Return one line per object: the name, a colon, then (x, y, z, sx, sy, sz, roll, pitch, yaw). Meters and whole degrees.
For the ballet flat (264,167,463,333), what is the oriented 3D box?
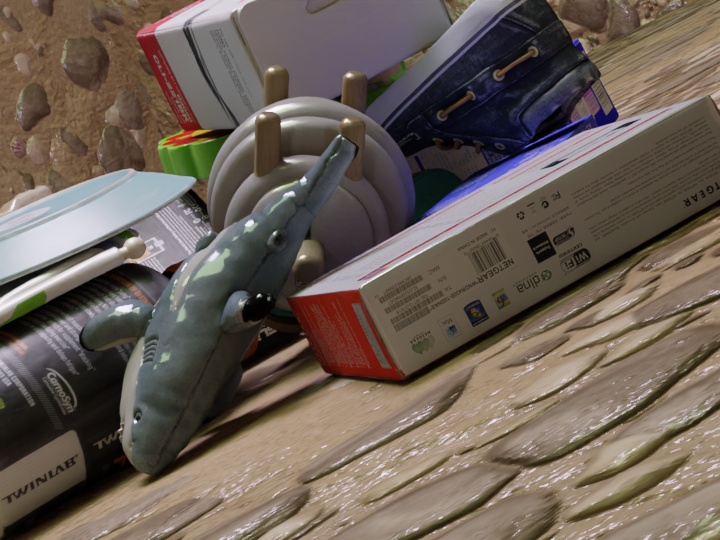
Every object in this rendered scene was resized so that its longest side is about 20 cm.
ballet flat: (0.000, 0.000, 1.290, 0.200, 0.069, 0.063, -31, -22, -36)

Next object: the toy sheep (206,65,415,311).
toy sheep: (-0.030, -0.042, 1.174, 0.138, 0.138, 0.200, -27, 17, 15)

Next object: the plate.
plate: (-0.196, -0.025, 1.208, 0.200, 0.026, 0.200, -23, 11, 5)

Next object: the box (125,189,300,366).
box: (-0.168, 0.030, 1.378, 0.193, 0.048, 0.200, -31, 37, -12)

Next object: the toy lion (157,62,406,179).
toy lion: (-0.053, -0.111, 1.460, 0.191, 0.069, 0.200, -15, 11, 9)

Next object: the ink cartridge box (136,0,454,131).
ink cartridge box: (-0.047, -0.163, 1.345, 0.144, 0.084, 0.200, -30, 13, -19)

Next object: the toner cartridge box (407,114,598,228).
toner cartridge box: (0.099, -0.046, 1.232, 0.095, 0.043, 0.200, -28, 4, 19)

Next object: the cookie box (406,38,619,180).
cookie box: (0.082, -0.087, 1.487, 0.200, 0.075, 0.171, -26, 7, 20)

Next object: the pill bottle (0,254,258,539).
pill bottle: (-0.155, 0.063, 1.134, 0.200, 0.106, 0.106, -31, 5, -30)

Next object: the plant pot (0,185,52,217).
plant pot: (-0.276, 0.039, 1.626, 0.200, 0.184, 0.200, -28, 5, 3)

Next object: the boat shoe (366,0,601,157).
boat shoe: (0.070, -0.102, 1.298, 0.071, 0.091, 0.200, -31, -9, -46)

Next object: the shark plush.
shark plush: (-0.058, 0.020, 1.053, 0.200, 0.091, 0.083, -42, 20, 0)

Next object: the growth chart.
growth chart: (-0.202, 0.004, 1.185, 0.144, 0.018, 0.200, -28, 12, -21)

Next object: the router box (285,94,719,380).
router box: (0.074, -0.015, 1.000, 0.200, 0.049, 0.179, -29, 4, -12)
